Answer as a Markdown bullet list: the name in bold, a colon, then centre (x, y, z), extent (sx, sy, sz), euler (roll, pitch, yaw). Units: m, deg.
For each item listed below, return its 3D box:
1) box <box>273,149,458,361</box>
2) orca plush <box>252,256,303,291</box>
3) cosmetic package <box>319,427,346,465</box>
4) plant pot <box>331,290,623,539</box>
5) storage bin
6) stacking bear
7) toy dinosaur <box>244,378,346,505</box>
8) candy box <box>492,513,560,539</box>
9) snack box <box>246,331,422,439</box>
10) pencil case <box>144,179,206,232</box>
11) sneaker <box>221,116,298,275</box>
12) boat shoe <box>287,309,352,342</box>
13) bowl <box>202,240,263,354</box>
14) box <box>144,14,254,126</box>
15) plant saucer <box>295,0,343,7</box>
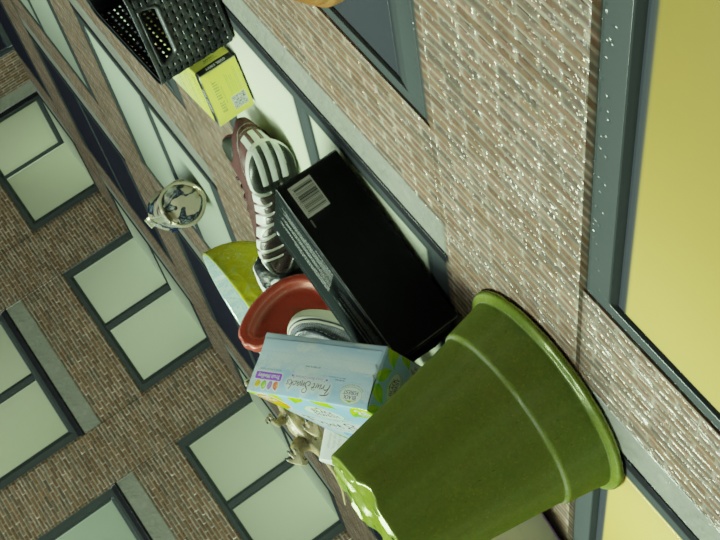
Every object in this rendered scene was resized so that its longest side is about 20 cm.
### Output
- **box**: centre (0.000, 0.000, 1.311), extent (0.201, 0.079, 0.141), euler (54, 166, 8)
- **orca plush**: centre (-0.053, 0.049, 1.662), extent (0.071, 0.105, 0.201), euler (7, 136, 42)
- **cosmetic package**: centre (0.008, 0.193, 1.603), extent (0.073, 0.103, 0.200), euler (8, 168, 13)
- **plant pot**: centre (0.083, 0.152, 1.110), extent (0.201, 0.189, 0.200), euler (52, 167, 18)
- **storage bin**: centre (-0.230, -0.305, 1.390), extent (0.200, 0.093, 0.136), euler (48, 166, 39)
- **stacking bear**: centre (-0.058, 0.105, 1.616), extent (0.120, 0.114, 0.201), euler (11, 148, 18)
- **toy dinosaur**: centre (-0.065, 0.200, 1.621), extent (0.200, 0.058, 0.101), euler (51, -174, 1)
- **candy box**: centre (0.126, 0.281, 1.450), extent (0.168, 0.071, 0.200), euler (56, 157, -19)
- **snack box**: centre (0.020, 0.129, 1.273), extent (0.168, 0.068, 0.200), euler (3, 158, 46)
- **pencil case**: centre (-0.313, -0.106, 2.254), extent (0.078, 0.090, 0.200), euler (41, 170, -11)
- **sneaker**: centre (-0.109, -0.096, 1.539), extent (0.116, 0.075, 0.201), euler (53, 158, 40)
- **boat shoe**: centre (0.002, 0.123, 1.436), extent (0.199, 0.093, 0.075), euler (30, 128, -5)
- **bowl**: centre (-0.112, 0.032, 1.771), extent (0.201, 0.107, 0.200), euler (53, 168, 16)
- **box**: centre (-0.196, -0.246, 1.511), extent (0.200, 0.050, 0.076), euler (44, 163, 43)
- **plant saucer**: centre (-0.076, -0.278, 0.977), extent (0.201, 0.037, 0.200), euler (52, 167, 17)
